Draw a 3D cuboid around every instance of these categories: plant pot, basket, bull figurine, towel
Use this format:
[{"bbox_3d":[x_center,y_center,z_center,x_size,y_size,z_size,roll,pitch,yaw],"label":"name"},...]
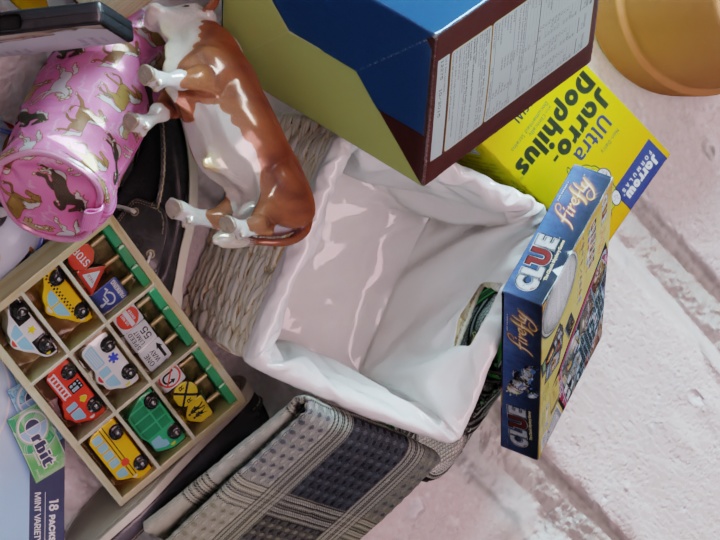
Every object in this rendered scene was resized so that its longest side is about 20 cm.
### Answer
[{"bbox_3d":[0.303,-0.238,1.903,0.199,0.140,0.201,-5,100,-28],"label":"plant pot"},{"bbox_3d":[0.000,0.000,1.766,0.199,0.161,0.199,24,87,-29],"label":"basket"},{"bbox_3d":[-0.102,-0.103,1.620,0.121,0.065,0.201,-27,83,-50],"label":"bull figurine"},{"bbox_3d":[-0.058,0.178,1.769,0.200,0.035,0.192,-44,146,15],"label":"towel"}]

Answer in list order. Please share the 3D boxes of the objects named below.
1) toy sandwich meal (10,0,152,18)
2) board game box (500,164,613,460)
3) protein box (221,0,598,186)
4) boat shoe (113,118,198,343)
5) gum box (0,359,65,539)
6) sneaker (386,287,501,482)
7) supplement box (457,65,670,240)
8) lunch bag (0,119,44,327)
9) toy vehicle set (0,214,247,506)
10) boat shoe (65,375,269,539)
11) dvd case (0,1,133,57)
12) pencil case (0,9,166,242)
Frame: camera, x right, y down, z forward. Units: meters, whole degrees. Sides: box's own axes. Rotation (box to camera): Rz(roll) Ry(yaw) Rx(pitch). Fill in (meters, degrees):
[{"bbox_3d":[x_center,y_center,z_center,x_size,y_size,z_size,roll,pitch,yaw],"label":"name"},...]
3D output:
[{"bbox_3d":[-0.195,-0.252,1.599,0.205,0.070,0.206,-28,143,-24],"label":"toy sandwich meal"},{"bbox_3d":[0.150,0.034,1.792,0.136,0.034,0.201,-58,159,-33],"label":"board game box"},{"bbox_3d":[0.038,-0.201,1.664,0.200,0.198,0.135,-36,146,-35],"label":"protein box"},{"bbox_3d":[-0.164,-0.030,1.722,0.067,0.072,0.201,5,99,-30],"label":"boat shoe"},{"bbox_3d":[-0.312,0.123,1.684,0.199,0.044,0.171,-4,101,-28],"label":"gum box"},{"bbox_3d":[0.088,0.077,1.872,0.078,0.085,0.201,28,86,-30],"label":"sneaker"},{"bbox_3d":[0.128,-0.117,1.845,0.200,0.109,0.109,42,79,-28],"label":"supplement box"},{"bbox_3d":[-0.318,-0.042,1.636,0.199,0.075,0.161,15,94,-31],"label":"lunch bag"},{"bbox_3d":[-0.182,0.063,1.690,0.124,0.026,0.200,-40,124,-9],"label":"toy vehicle set"},{"bbox_3d":[-0.142,0.168,1.769,0.200,0.073,0.063,-45,115,-18],"label":"boat shoe"},{"bbox_3d":[-0.259,-0.155,1.563,0.199,0.143,0.018,-6,91,3],"label":"dvd case"},{"bbox_3d":[-0.190,-0.105,1.631,0.200,0.086,0.083,-70,146,-49],"label":"pencil case"}]
